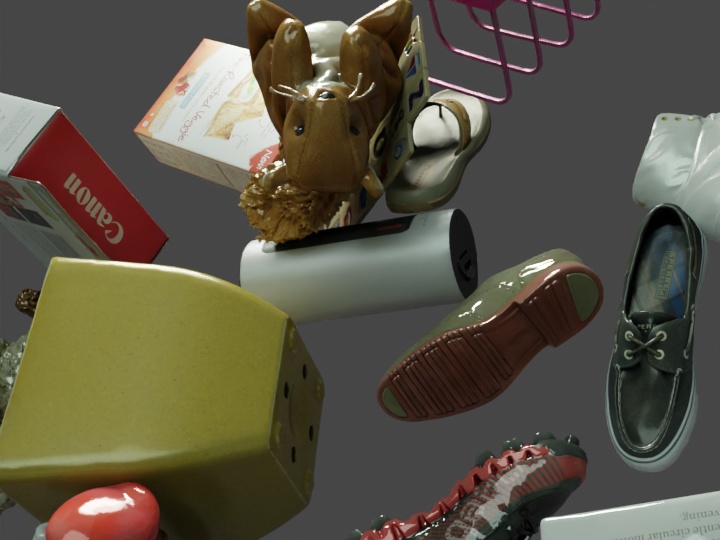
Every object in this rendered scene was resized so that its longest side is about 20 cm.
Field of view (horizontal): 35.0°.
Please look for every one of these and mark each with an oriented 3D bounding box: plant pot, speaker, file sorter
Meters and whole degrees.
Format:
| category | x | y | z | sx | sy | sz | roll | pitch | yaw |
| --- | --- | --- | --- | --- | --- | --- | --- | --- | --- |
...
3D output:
| category | x | y | z | sx | sy | sz | roll | pitch | yaw |
| --- | --- | --- | --- | --- | --- | --- | --- | --- | --- |
| plant pot | -0.139 | 0.114 | 0.908 | 0.198 | 0.196 | 0.196 | -4 | 55 | 15 |
| speaker | 0.000 | 0.000 | 0.986 | 0.198 | 0.081 | 0.082 | -8 | 54 | 23 |
| file sorter | 0.138 | -0.268 | 1.058 | 0.138 | 0.126 | 0.200 | 26 | 59 | 38 |

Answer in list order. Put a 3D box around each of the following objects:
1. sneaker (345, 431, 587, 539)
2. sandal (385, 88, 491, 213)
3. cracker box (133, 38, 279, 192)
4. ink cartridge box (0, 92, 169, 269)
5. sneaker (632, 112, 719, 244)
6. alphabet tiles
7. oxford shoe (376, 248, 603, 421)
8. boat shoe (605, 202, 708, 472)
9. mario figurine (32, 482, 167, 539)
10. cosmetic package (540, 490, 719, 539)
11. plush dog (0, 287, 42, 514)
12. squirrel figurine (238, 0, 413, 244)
| category | x | y | z | sx | sy | sz | roll | pitch | yaw |
| --- | --- | --- | --- | --- | --- | --- | --- | --- | --- |
| sneaker | 0.083 | 0.195 | 0.808 | 0.200 | 0.071 | 0.098 | -33 | 48 | 5 |
| sandal | 0.066 | -0.121 | 1.026 | 0.080 | 0.054 | 0.200 | -7 | 32 | 25 |
| cracker box | -0.121 | -0.156 | 1.176 | 0.199 | 0.058 | 0.134 | 21 | 69 | 36 |
| ink cartridge box | -0.282 | -0.067 | 1.098 | 0.175 | 0.200 | 0.084 | 17 | 65 | 35 |
| sneaker | 0.300 | -0.121 | 0.923 | 0.115 | 0.074 | 0.200 | 28 | 74 | 35 |
| alphabet tiles | 0.010 | -0.127 | 1.035 | 0.200 | 0.006 | 0.168 | -52 | 32 | 44 |
| oxford shoe | 0.100 | 0.052 | 0.919 | 0.199 | 0.071 | 0.074 | -30 | 23 | 5 |
| boat shoe | 0.216 | 0.045 | 0.845 | 0.068 | 0.057 | 0.202 | 1 | 66 | 29 |
| mario figurine | -0.165 | 0.232 | 0.821 | 0.122 | 0.200 | 0.107 | -19 | 50 | 14 |
| cosmetic package | 0.206 | 0.250 | 0.641 | 0.163 | 0.165 | 0.201 | -13 | 52 | 19 |
| plush dog | -0.310 | 0.116 | 1.047 | 0.171 | 0.161 | 0.201 | -23 | 76 | -8 |
| squirrel figurine | -0.029 | -0.108 | 0.942 | 0.140 | 0.201 | 0.187 | 4 | 39 | -10 |
